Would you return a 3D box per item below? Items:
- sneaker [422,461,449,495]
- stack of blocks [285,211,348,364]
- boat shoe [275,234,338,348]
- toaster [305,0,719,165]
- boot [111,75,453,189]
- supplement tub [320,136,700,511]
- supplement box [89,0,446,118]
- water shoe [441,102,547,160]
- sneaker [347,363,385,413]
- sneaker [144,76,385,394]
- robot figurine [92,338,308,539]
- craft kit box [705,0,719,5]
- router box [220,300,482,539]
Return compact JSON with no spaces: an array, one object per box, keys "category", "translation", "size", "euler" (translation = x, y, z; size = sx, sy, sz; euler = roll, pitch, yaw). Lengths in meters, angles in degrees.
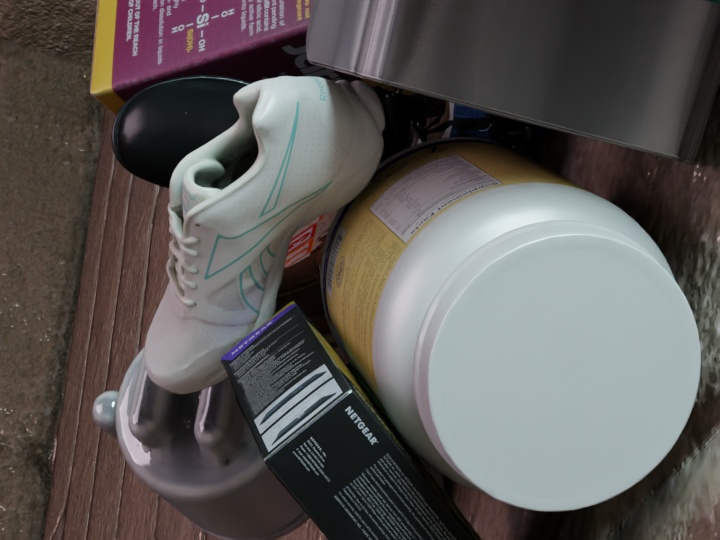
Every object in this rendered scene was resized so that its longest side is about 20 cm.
[{"category":"sneaker","translation":[0.000,0.175,1.034],"size":[0.070,0.093,0.201],"euler":[119,158,-46]},{"category":"stack of blocks","translation":[-0.013,-0.005,1.121],"size":[0.115,0.059,0.200],"euler":[-33,16,13]},{"category":"boat shoe","translation":[0.000,0.000,0.961],"size":[0.072,0.199,0.068],"euler":[-122,24,-73]},{"category":"toaster","translation":[0.081,-0.133,0.831],"size":[0.200,0.180,0.119],"euler":[-141,64,-75]},{"category":"boot","translation":[-0.051,-0.077,1.000],"size":[0.162,0.197,0.074],"euler":[-148,64,-86]},{"category":"supplement tub","translation":[0.066,0.021,0.818],"size":[0.200,0.145,0.146],"euler":[-132,56,-72]},{"category":"supplement box","translation":[-0.059,-0.148,1.131],"size":[0.199,0.131,0.104],"euler":[-14,58,23]},{"category":"water shoe","translation":[0.087,-0.072,1.004],"size":[0.079,0.071,0.201],"euler":[63,148,37]},{"category":"sneaker","translation":[0.018,0.055,1.149],"size":[0.085,0.078,0.200],"euler":[-39,12,2]},{"category":"sneaker","translation":[-0.070,-0.021,0.869],"size":[0.201,0.080,0.071],"euler":[-57,47,26]},{"category":"robot figurine","translation":[-0.077,0.100,1.046],"size":[0.200,0.169,0.114],"euler":[62,-140,-65]},{"category":"craft kit box","translation":[0.118,-0.206,0.714],"size":[0.049,0.199,0.199],"euler":[123,154,-51]},{"category":"router box","translation":[0.019,0.122,0.832],"size":[0.052,0.200,0.157],"euler":[-38,18,-1]}]
